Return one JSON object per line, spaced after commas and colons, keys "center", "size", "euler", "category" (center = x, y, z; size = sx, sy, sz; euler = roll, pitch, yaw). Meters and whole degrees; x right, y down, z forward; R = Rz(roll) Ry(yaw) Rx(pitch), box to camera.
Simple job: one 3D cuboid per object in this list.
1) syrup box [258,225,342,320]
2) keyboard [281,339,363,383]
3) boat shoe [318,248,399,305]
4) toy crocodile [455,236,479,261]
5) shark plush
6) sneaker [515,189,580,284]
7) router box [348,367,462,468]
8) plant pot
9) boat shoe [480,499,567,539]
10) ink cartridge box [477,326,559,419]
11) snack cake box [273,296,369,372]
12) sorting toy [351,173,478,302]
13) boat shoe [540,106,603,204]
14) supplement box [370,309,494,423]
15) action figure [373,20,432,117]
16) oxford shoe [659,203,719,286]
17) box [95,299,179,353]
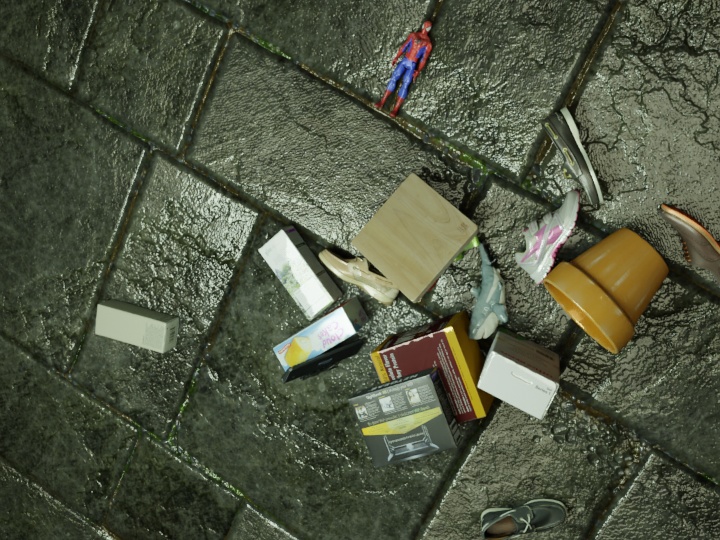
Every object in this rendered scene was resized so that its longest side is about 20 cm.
{"center": [-0.135, 0.004, 1.639], "size": [0.078, 0.081, 0.202], "euler": [-37, 88, 17], "category": "syrup box"}
{"center": [-0.089, 0.208, 1.625], "size": [0.021, 0.196, 0.128], "euler": [60, 150, 21], "category": "keyboard"}
{"center": [0.000, 0.000, 1.610], "size": [0.197, 0.071, 0.065], "euler": [31, 101, 0], "category": "boat shoe"}
{"center": [0.159, -0.044, 1.555], "size": [0.195, 0.062, 0.069], "euler": [-13, 97, 17], "category": "toy crocodile"}
{"center": [0.264, 0.041, 1.524], "size": [0.081, 0.091, 0.206], "euler": [-3, 96, 5], "category": "shark plush"}
{"center": [0.380, -0.078, 1.475], "size": [0.087, 0.081, 0.203], "euler": [30, 102, 13], "category": "sneaker"}
{"center": [0.092, 0.308, 1.501], "size": [0.196, 0.052, 0.161], "euler": [-20, 93, 25], "category": "router box"}
{"center": [0.492, 0.025, 1.416], "size": [0.183, 0.200, 0.200], "euler": [-45, 86, 3], "category": "plant pot"}
{"center": [0.362, 0.561, 1.606], "size": [0.196, 0.068, 0.074], "euler": [-16, 94, 17], "category": "boat shoe"}
{"center": [0.327, 0.205, 1.480], "size": [0.142, 0.200, 0.086], "euler": [25, 106, 10], "category": "ink cartridge box"}
{"center": [-0.087, 0.144, 1.633], "size": [0.198, 0.115, 0.068], "euler": [-32, 89, 19], "category": "snack cake box"}
{"center": [0.117, -0.061, 1.508], "size": [0.199, 0.070, 0.200], "euler": [-47, 62, 0], "category": "sorting toy"}
{"center": [0.425, -0.220, 1.443], "size": [0.060, 0.072, 0.205], "euler": [-23, 85, 16], "category": "boat shoe"}
{"center": [0.159, 0.222, 1.559], "size": [0.196, 0.132, 0.201], "euler": [-21, 94, 24], "category": "supplement box"}
{"center": [0.098, -0.425, 1.513], "size": [0.065, 0.052, 0.203], "euler": [31, 104, 12], "category": "action figure"}
{"center": [0.653, -0.050, 1.409], "size": [0.199, 0.071, 0.073], "euler": [42, 113, 5], "category": "oxford shoe"}
{"center": [-0.554, 0.137, 1.791], "size": [0.195, 0.068, 0.084], "euler": [15, 104, 13], "category": "box"}
